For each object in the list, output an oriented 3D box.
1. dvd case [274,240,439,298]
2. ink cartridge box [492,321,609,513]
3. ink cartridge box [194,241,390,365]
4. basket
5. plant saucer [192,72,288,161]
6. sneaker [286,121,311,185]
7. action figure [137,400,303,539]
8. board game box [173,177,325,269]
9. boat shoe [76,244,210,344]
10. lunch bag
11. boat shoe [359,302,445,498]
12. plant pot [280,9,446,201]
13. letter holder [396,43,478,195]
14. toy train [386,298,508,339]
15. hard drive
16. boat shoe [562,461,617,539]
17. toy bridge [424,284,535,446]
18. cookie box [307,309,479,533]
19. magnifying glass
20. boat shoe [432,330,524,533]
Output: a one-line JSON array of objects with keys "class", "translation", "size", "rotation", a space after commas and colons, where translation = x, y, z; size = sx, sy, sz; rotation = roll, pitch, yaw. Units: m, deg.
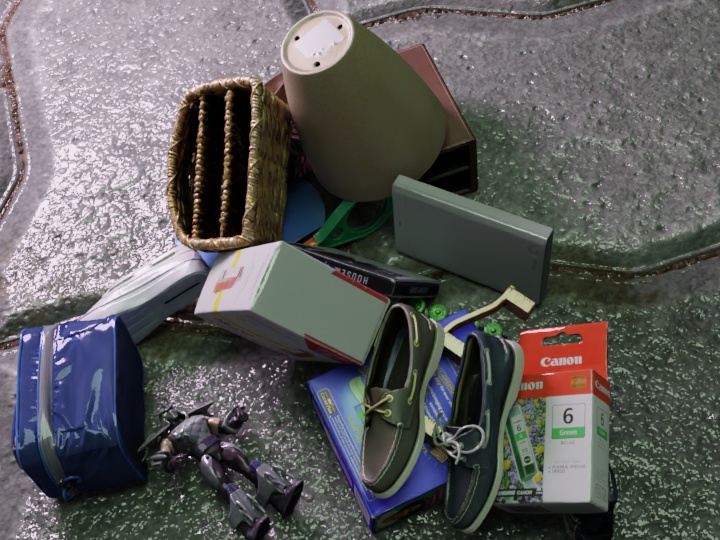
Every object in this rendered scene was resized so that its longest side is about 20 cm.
[{"class": "dvd case", "translation": [0.000, 0.000, 1.219], "size": [0.150, 0.200, 0.025], "rotation": [18, 94, 18]}, {"class": "ink cartridge box", "translation": [0.195, 0.144, 1.049], "size": [0.109, 0.050, 0.201], "rotation": [-9, 63, 33]}, {"class": "ink cartridge box", "translation": [-0.082, 0.040, 1.150], "size": [0.145, 0.200, 0.084], "rotation": [27, 76, -22]}, {"class": "basket", "translation": [-0.169, -0.122, 1.222], "size": [0.142, 0.149, 0.201], "rotation": [3, 88, 11]}, {"class": "plant saucer", "translation": [-0.160, -0.192, 1.398], "size": [0.034, 0.200, 0.200], "rotation": [45, 60, -17]}, {"class": "sneaker", "translation": [-0.077, -0.162, 1.389], "size": [0.095, 0.079, 0.200], "rotation": [17, 36, -2]}, {"class": "action figure", "translation": [-0.159, 0.207, 1.142], "size": [0.200, 0.069, 0.130], "rotation": [37, 52, 21]}, {"class": "board game box", "translation": [-0.147, -0.057, 1.360], "size": [0.200, 0.039, 0.158], "rotation": [-33, 53, -24]}, {"class": "boat shoe", "translation": [-0.278, 0.038, 1.275], "size": [0.200, 0.074, 0.067], "rotation": [-28, 51, -5]}, {"class": "lunch bag", "translation": [-0.321, 0.161, 1.155], "size": [0.132, 0.136, 0.200], "rotation": [-9, 55, -1]}, {"class": "boat shoe", "translation": [0.032, 0.131, 1.058], "size": [0.072, 0.060, 0.202], "rotation": [-10, 55, 43]}, {"class": "plant pot", "translation": [-0.014, -0.215, 1.245], "size": [0.187, 0.200, 0.188], "rotation": [-11, 58, 19]}, {"class": "letter holder", "translation": [0.057, -0.191, 1.399], "size": [0.142, 0.101, 0.200], "rotation": [-19, 54, -5]}, {"class": "toy train", "translation": [0.080, 0.068, 1.244], "size": [0.199, 0.042, 0.057], "rotation": [18, 68, 18]}, {"class": "hard drive", "translation": [0.134, -0.036, 1.255], "size": [0.200, 0.132, 0.026], "rotation": [22, 58, 20]}, {"class": "boat shoe", "translation": [0.234, 0.187, 1.106], "size": [0.074, 0.093, 0.200], "rotation": [-11, 54, -3]}, {"class": "toy bridge", "translation": [0.111, 0.091, 1.111], "size": [0.067, 0.027, 0.200], "rotation": [33, 70, 15]}, {"class": "cookie box", "translation": [0.067, 0.165, 1.133], "size": [0.200, 0.075, 0.171], "rotation": [-23, 67, -10]}, {"class": "magnifying glass", "translation": [-0.039, -0.046, 1.325], "size": [0.200, 0.080, 0.022], "rotation": [-37, 57, -8]}, {"class": "boat shoe", "translation": [0.112, 0.161, 1.032], "size": [0.062, 0.075, 0.201], "rotation": [18, 85, -28]}]
